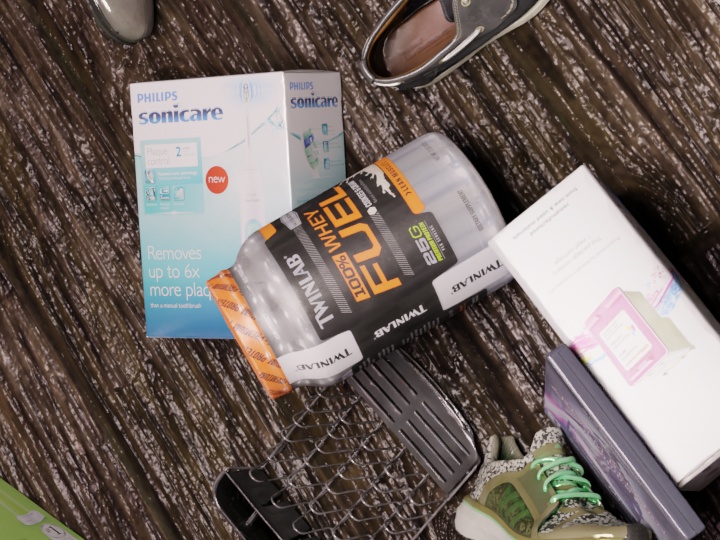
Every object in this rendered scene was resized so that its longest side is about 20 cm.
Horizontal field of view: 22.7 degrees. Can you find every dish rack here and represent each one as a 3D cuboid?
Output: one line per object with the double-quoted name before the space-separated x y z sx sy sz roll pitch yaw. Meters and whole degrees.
"dish rack" -0.007 0.157 1.371 0.153 0.054 0.200 47 116 17

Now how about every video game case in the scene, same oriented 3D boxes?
"video game case" 0.170 0.128 1.186 0.019 0.200 0.143 -36 75 -3

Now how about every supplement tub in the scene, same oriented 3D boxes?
"supplement tub" 0.000 0.000 1.259 0.199 0.123 0.123 -31 77 -6

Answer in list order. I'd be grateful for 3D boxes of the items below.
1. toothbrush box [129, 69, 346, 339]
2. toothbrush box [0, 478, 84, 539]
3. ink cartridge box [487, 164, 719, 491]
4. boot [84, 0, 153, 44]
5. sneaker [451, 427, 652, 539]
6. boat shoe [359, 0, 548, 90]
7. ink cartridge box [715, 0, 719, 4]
"toothbrush box" -0.090 -0.050 1.380 0.146 0.085 0.201 1 95 31
"toothbrush box" -0.363 0.232 1.545 0.200 0.145 0.086 32 112 24
"ink cartridge box" 0.187 0.041 1.178 0.085 0.144 0.200 -38 75 10
"boot" -0.158 -0.284 1.398 0.130 0.068 0.201 -6 92 28
"sneaker" 0.130 0.154 1.242 0.200 0.077 0.089 4 87 60
"boat shoe" 0.080 -0.199 1.269 0.200 0.068 0.072 -41 73 27
"ink cartridge box" 0.246 -0.259 1.147 0.200 0.084 0.145 44 116 19
